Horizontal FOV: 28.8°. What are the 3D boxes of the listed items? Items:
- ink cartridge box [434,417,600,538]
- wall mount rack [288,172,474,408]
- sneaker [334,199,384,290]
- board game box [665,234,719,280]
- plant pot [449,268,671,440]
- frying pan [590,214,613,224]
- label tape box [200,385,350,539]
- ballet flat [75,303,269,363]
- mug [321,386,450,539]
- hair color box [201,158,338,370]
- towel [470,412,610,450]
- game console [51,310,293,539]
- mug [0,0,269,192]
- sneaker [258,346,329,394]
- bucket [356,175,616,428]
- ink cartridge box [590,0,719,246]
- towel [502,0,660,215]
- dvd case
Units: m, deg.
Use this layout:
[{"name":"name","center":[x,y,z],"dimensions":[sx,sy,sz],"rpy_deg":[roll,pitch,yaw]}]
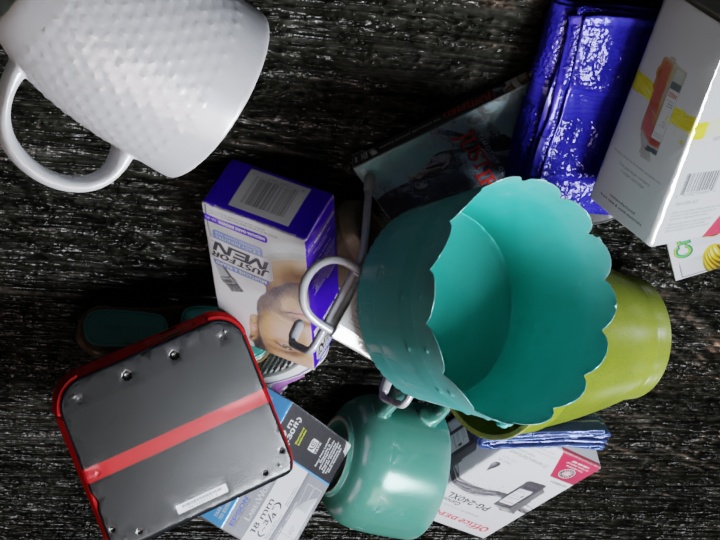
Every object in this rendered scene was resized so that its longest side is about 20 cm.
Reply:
[{"name":"ink cartridge box","center":[0.164,0.231,1.684],"dimensions":[0.144,0.084,0.199],"rpy_deg":[25,129,-36]},{"name":"wall mount rack","center":[0.026,0.020,1.273],"dimensions":[0.199,0.074,0.175],"rpy_deg":[32,84,-28]},{"name":"sneaker","center":[0.000,0.000,1.391],"dimensions":[0.075,0.071,0.201],"rpy_deg":[-6,140,22]},{"name":"board game box","center":[0.341,-0.088,1.338],"dimensions":[0.125,0.035,0.201],"rpy_deg":[-17,129,9]},{"name":"plant pot","center":[0.207,0.068,1.424],"dimensions":[0.191,0.202,0.201],"rpy_deg":[2,142,-33]},{"name":"frying pan","center":[0.220,-0.103,1.332],"dimensions":[0.113,0.031,0.191],"rpy_deg":[-18,143,6]},{"name":"label tape box","center":[-0.109,0.196,1.420],"dimensions":[0.145,0.063,0.200],"rpy_deg":[-60,144,-10]},{"name":"ballet flat","center":[-0.192,0.073,1.433],"dimensions":[0.197,0.069,0.072],"rpy_deg":[1,161,-14]},{"name":"mug","center":[0.021,0.202,1.580],"dimensions":[0.113,0.188,0.152],"rpy_deg":[14,176,-23]},{"name":"hair color box","center":[-0.081,-0.002,1.322],"dimensions":[0.108,0.065,0.201],"rpy_deg":[20,146,17]},{"name":"towel","center":[0.170,0.142,1.498],"dimensions":[0.142,0.200,0.024],"rpy_deg":[0,110,-9]},{"name":"game console","center":[-0.179,0.150,1.342],"dimensions":[0.198,0.031,0.179],"rpy_deg":[-23,103,-14]},{"name":"mug","center":[-0.193,-0.154,1.052],"dimensions":[0.174,0.147,0.202],"rpy_deg":[30,92,-28]},{"name":"sneaker","center":[-0.098,0.112,1.494],"dimensions":[0.198,0.074,0.114],"rpy_deg":[-19,143,29]},{"name":"bucket","center":[0.104,0.027,1.201],"dimensions":[0.205,0.210,0.134],"rpy_deg":[17,170,-30]},{"name":"ink cartridge box","center":[0.299,-0.134,1.189],"dimensions":[0.144,0.083,0.202],"rpy_deg":[-9,128,-36]},{"name":"towel","center":[0.211,-0.137,1.226],"dimensions":[0.145,0.050,0.202],"rpy_deg":[3,123,-16]},{"name":"dvd case","center":[0.111,-0.093,1.300],"dimensions":[0.198,0.022,0.146],"rpy_deg":[-24,129,17]}]
